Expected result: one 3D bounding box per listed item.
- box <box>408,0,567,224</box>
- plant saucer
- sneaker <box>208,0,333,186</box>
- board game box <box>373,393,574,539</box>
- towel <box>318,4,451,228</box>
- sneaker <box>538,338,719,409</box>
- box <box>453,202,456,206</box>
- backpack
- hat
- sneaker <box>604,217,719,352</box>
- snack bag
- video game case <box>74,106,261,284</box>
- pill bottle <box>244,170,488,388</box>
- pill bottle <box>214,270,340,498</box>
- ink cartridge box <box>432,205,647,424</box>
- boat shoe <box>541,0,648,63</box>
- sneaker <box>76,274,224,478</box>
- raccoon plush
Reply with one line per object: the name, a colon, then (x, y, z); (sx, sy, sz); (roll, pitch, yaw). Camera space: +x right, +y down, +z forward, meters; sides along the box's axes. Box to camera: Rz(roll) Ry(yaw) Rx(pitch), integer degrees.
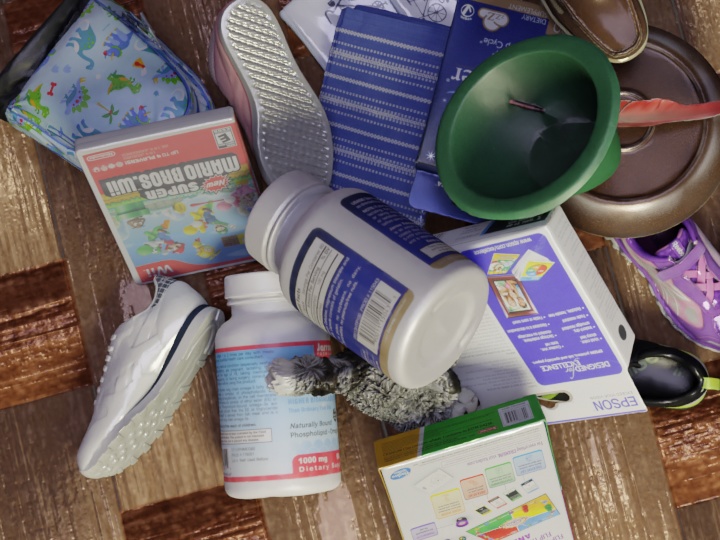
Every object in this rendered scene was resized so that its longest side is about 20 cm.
box: (0.121, -0.140, 1.338); (0.120, 0.032, 0.202); (14, 82, 3)
plant saucer: (0.235, -0.131, 1.360); (0.198, 0.032, 0.203); (-1, 79, 6)
sneaker: (-0.087, -0.158, 1.431); (0.075, 0.105, 0.202); (-23, 101, -13)
board game box: (0.109, 0.220, 1.357); (0.151, 0.040, 0.202); (-16, 121, 2)
towel: (0.021, -0.139, 1.413); (0.144, 0.024, 0.202); (17, 96, 30)
sneaker: (0.227, 0.087, 1.389); (0.198, 0.083, 0.073); (3, 86, 7)
box: (0.171, -0.122, 1.416); (0.198, 0.068, 0.083); (-17, 82, 2)
backpack: (-0.226, -0.156, 1.417); (0.200, 0.154, 0.164); (41, 81, -7)
hat: (0.191, -0.093, 1.303); (0.198, 0.176, 0.167); (-9, 65, 34)
sneaker: (0.297, -0.004, 1.392); (0.080, 0.088, 0.200); (-42, 86, -2)
snack bag: (0.044, -0.240, 1.456); (0.199, 0.021, 0.189); (-37, 85, 0)
video game case: (-0.162, -0.063, 1.377); (0.141, 0.201, 0.018); (-12, 54, 2)
pill bottle: (0.000, 0.000, 1.301); (0.199, 0.120, 0.120); (35, 89, 28)
pill bottle: (-0.078, 0.103, 1.396); (0.107, 0.109, 0.202); (-5, 87, 3)
ink cartridge box: (0.138, 0.048, 1.349); (0.197, 0.043, 0.201); (-13, 116, 42)
boat shoe: (0.174, -0.266, 1.295); (0.074, 0.075, 0.203); (-36, 85, 10)
sneaker: (-0.211, 0.102, 1.430); (0.080, 0.076, 0.201); (33, 84, 16)
raccoon plush: (0.013, 0.119, 1.370); (0.198, 0.097, 0.135); (0, 126, -3)
